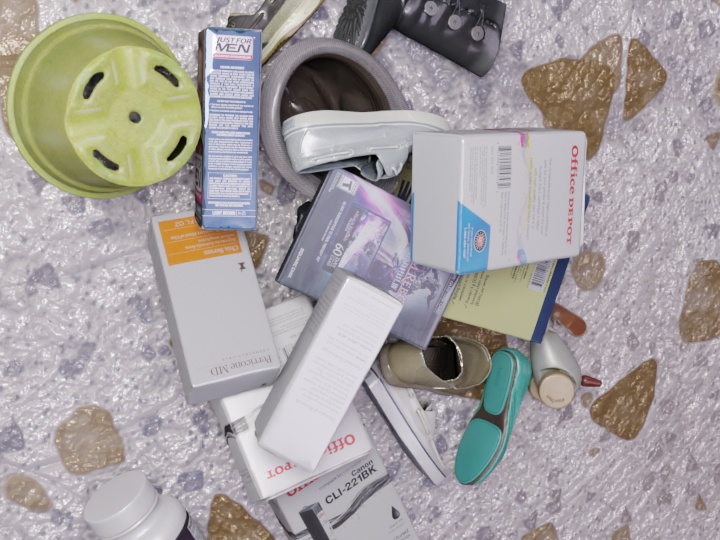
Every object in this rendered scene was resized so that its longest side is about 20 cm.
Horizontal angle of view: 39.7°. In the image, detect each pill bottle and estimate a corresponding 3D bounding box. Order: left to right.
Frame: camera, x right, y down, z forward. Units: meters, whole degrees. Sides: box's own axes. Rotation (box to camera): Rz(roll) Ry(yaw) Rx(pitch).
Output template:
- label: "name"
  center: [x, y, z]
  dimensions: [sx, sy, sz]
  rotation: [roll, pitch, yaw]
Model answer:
- label: "pill bottle"
  center: [-0.235, 0.336, 1.168]
  dimensions: [0.111, 0.111, 0.201]
  rotation: [-35, 113, -15]

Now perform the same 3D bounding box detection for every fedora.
- label: "fedora"
  center: [-0.043, -0.169, 1.141]
  dimensions: [0.199, 0.090, 0.178]
  rotation: [33, 80, -32]

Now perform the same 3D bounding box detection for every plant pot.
- label: "plant pot"
  center: [-0.247, -0.162, 1.013]
  dimensions: [0.199, 0.184, 0.202]
  rotation: [-5, 103, -24]

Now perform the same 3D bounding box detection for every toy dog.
- label: "toy dog"
  center: [0.279, 0.097, 1.366]
  dimensions: [0.095, 0.132, 0.202]
  rotation: [-6, 115, -1]

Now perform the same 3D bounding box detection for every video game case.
- label: "video game case"
  center: [0.021, -0.013, 1.127]
  dimensions: [0.199, 0.019, 0.144]
  rotation: [25, 92, -20]

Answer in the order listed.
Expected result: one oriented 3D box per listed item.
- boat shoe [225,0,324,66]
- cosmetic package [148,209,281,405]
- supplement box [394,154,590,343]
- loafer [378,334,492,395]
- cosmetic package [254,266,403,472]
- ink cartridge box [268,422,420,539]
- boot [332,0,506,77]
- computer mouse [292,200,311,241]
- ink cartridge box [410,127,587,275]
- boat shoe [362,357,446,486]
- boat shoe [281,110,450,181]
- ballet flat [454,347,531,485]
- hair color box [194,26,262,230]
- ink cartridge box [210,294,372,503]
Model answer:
- label: "boat shoe"
  center: [-0.123, -0.263, 1.120]
  dimensions: [0.066, 0.072, 0.201]
  rotation: [44, 83, -14]
- label: "cosmetic package"
  center: [-0.164, 0.035, 1.100]
  dimensions: [0.101, 0.071, 0.201]
  rotation: [-12, 70, -19]
- label: "supplement box"
  center: [0.146, -0.037, 1.255]
  dimensions: [0.198, 0.134, 0.202]
  rotation: [16, 95, -27]
- label: "loafer"
  center: [0.111, 0.121, 1.281]
  dimensions: [0.199, 0.068, 0.076]
  rotation: [3, 75, -46]
- label: "cosmetic package"
  center: [-0.036, 0.102, 1.063]
  dimensions: [0.074, 0.102, 0.201]
  rotation: [27, 92, -9]
- label: "ink cartridge box"
  center: [-0.030, 0.299, 1.273]
  dimensions: [0.144, 0.084, 0.201]
  rotation: [-31, 111, -17]
- label: "boot"
  center: [0.073, -0.282, 1.213]
  dimensions: [0.199, 0.066, 0.166]
  rotation: [18, 95, -32]
- label: "computer mouse"
  center: [-0.061, -0.092, 1.208]
  dimensions: [0.058, 0.034, 0.202]
  rotation: [-7, 98, -26]
- label: "ink cartridge box"
  center: [0.155, -0.082, 1.105]
  dimensions: [0.199, 0.084, 0.146]
  rotation: [-7, 104, -37]
- label: "boat shoe"
  center: [0.070, 0.194, 1.310]
  dimensions: [0.065, 0.072, 0.201]
  rotation: [-35, 105, -10]
- label: "boat shoe"
  center: [0.010, -0.130, 1.079]
  dimensions: [0.199, 0.070, 0.072]
  rotation: [-4, 82, -27]
- label: "ballet flat"
  center: [0.191, 0.205, 1.373]
  dimensions: [0.070, 0.067, 0.202]
  rotation: [11, 99, -45]
- label: "hair color box"
  center: [-0.140, -0.148, 1.041]
  dimensions: [0.060, 0.100, 0.202]
  rotation: [1, 99, -14]
- label: "ink cartridge box"
  center: [-0.095, 0.151, 1.165]
  dimensions: [0.144, 0.084, 0.201]
  rotation: [-20, 81, -20]
